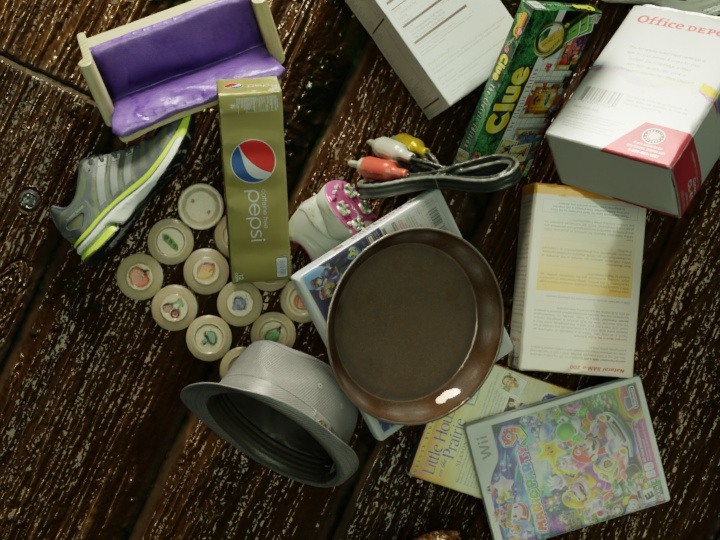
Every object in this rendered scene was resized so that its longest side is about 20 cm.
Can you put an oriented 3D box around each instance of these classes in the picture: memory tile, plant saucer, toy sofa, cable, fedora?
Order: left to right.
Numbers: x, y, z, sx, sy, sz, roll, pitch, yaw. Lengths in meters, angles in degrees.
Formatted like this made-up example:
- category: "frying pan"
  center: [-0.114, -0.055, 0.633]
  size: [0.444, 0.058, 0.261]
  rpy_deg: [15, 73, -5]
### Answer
- category: "toy sofa"
  center: [-0.182, -0.218, 1.276]
  size: [0.199, 0.098, 0.083]
  rpy_deg: [-21, 135, -4]
- category: "memory tile"
  center: [-0.148, 0.019, 1.341]
  size: [0.200, 0.017, 0.153]
  rpy_deg: [42, 88, -5]
- category: "fedora"
  center: [-0.077, 0.138, 1.292]
  size: [0.200, 0.177, 0.091]
  rpy_deg: [38, 59, -17]
- category: "plant saucer"
  center: [0.052, 0.055, 1.263]
  size: [0.199, 0.034, 0.202]
  rpy_deg: [-4, 99, -24]
- category: "cable"
  center: [0.067, -0.105, 1.267]
  size: [0.097, 0.199, 0.051]
  rpy_deg: [-36, 117, -31]

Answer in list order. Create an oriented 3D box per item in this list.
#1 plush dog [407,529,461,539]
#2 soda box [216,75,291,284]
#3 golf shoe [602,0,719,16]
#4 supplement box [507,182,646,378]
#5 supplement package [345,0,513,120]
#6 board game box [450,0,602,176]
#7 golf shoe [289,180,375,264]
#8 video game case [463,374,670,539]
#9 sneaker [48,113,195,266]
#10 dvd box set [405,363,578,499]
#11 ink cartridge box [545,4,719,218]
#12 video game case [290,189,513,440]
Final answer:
- category: "plush dog"
  center: [0.080, 0.371, 1.307]
  size: [0.171, 0.160, 0.201]
  rpy_deg: [35, 102, 17]
- category: "soda box"
  center: [-0.108, -0.092, 1.268]
  size: [0.064, 0.068, 0.201]
  rpy_deg: [-4, 112, -7]
- category: "golf shoe"
  center: [0.351, -0.299, 1.349]
  size: [0.199, 0.073, 0.093]
  rpy_deg: [-5, 94, -5]
- category: "supplement box"
  center: [0.232, 0.012, 1.347]
  size: [0.125, 0.074, 0.201]
  rpy_deg: [6, 90, -5]
- category: "supplement package"
  center: [0.067, -0.275, 1.301]
  size: [0.109, 0.114, 0.200]
  rpy_deg: [-36, 95, -7]
- category: "board game box"
  center: [0.168, -0.182, 1.285]
  size: [0.104, 0.023, 0.201]
  rpy_deg: [-5, 131, -36]
- category: "golf shoe"
  center: [0.000, 0.000, 1.336]
  size: [0.091, 0.075, 0.200]
  rpy_deg: [-28, 104, 28]
- category: "video game case"
  center: [0.224, 0.208, 1.350]
  size: [0.199, 0.018, 0.144]
  rpy_deg: [-15, 95, -5]
- category: "sneaker"
  center: [-0.247, -0.103, 1.302]
  size: [0.081, 0.074, 0.200]
  rpy_deg: [40, 86, -1]
- category: "dvd box set"
  center: [0.165, 0.184, 1.367]
  size: [0.199, 0.029, 0.147]
  rpy_deg: [18, 91, -6]
- category: "ink cartridge box"
  center: [0.305, -0.167, 1.280]
  size: [0.147, 0.086, 0.200]
  rpy_deg: [21, 62, 36]
- category: "video game case"
  center: [0.047, 0.045, 1.291]
  size: [0.182, 0.023, 0.201]
  rpy_deg: [-32, 109, -17]
